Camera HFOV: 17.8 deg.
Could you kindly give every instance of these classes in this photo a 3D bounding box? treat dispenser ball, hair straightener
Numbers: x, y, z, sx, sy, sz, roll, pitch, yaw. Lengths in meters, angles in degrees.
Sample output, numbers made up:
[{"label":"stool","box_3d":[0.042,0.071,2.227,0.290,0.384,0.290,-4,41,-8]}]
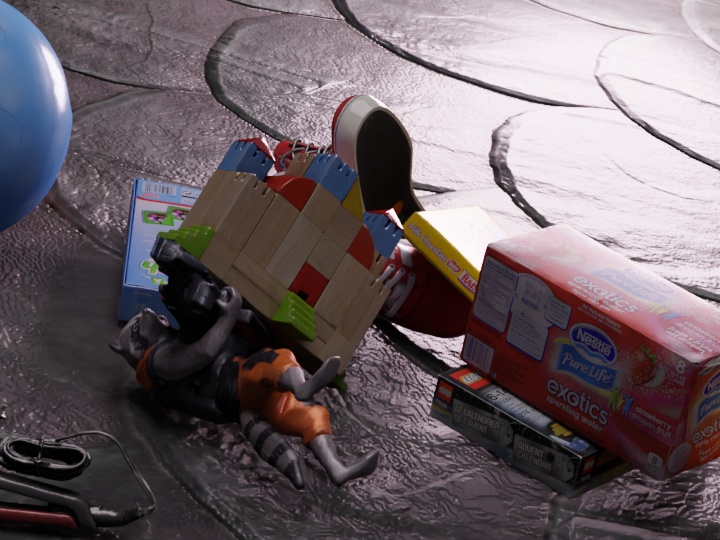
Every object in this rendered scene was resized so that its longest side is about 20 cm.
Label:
[{"label":"treat dispenser ball","box_3d":[-0.323,-0.119,1.773,0.201,0.201,0.201,10,25,-5]},{"label":"hair straightener","box_3d":[-0.226,0.124,1.448,0.200,0.077,0.041,9,9,-4]}]

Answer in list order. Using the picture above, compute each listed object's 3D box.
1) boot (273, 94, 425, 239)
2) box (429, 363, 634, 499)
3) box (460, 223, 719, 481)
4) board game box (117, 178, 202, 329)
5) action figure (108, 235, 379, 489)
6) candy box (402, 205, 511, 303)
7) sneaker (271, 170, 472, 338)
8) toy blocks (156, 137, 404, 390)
[{"label":"boot","box_3d":[-0.026,-0.092,1.881,0.144,0.200,0.072,31,68,27]},{"label":"box","box_3d":[0.167,0.099,1.725,0.137,0.040,0.200,28,30,33]},{"label":"box","box_3d":[0.181,0.056,1.656,0.200,0.100,0.095,31,31,35]},{"label":"board game box","box_3d":[-0.113,-0.007,1.825,0.151,0.037,0.200,10,24,-7]},{"label":"action figure","box_3d":[-0.097,0.067,1.580,0.193,0.105,0.200,20,-18,33]},{"label":"candy box","box_3d":[0.098,-0.008,1.828,0.102,0.026,0.200,42,13,10]},{"label":"sneaker","box_3d":[0.000,0.000,1.769,0.200,0.071,0.112,32,15,-1]},{"label":"toy blocks","box_3d":[-0.044,-0.023,1.659,0.200,0.137,0.100,40,-18,-31]}]
